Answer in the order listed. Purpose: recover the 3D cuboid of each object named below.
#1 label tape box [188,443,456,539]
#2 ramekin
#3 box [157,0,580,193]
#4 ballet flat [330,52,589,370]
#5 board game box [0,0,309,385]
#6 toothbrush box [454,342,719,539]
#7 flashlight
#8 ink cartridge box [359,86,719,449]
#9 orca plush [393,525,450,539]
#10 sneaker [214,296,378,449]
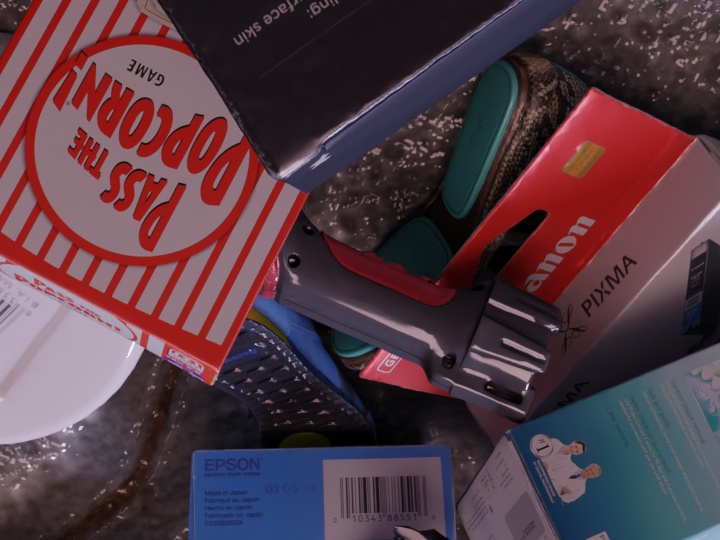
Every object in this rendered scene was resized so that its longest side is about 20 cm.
[{"bbox_3d":[-0.024,0.164,0.987,0.142,0.064,0.201,-1,154,-3],"label":"label tape box"},{"bbox_3d":[-0.190,-0.009,0.865,0.198,0.098,0.203,-2,121,-3],"label":"ramekin"},{"bbox_3d":[-0.004,-0.169,0.701,0.196,0.117,0.201,-34,87,2],"label":"box"},{"bbox_3d":[0.061,-0.020,0.898,0.075,0.068,0.201,16,118,-30],"label":"ballet flat"},{"bbox_3d":[-0.087,-0.073,0.777,0.150,0.046,0.202,27,76,-3],"label":"board game box"},{"bbox_3d":[0.163,0.103,0.877,0.198,0.086,0.147,-21,162,-16],"label":"toothbrush box"},{"bbox_3d":[0.000,0.000,0.829,0.198,0.068,0.068,22,107,2],"label":"flashlight"},{"bbox_3d":[0.122,0.014,0.889,0.175,0.045,0.201,14,123,-44],"label":"ink cartridge box"},{"bbox_3d":[0.008,0.202,0.914,0.104,0.072,0.200,15,148,-32],"label":"orca plush"},{"bbox_3d":[-0.042,0.047,0.933,0.065,0.079,0.200,-19,140,14],"label":"sneaker"}]
